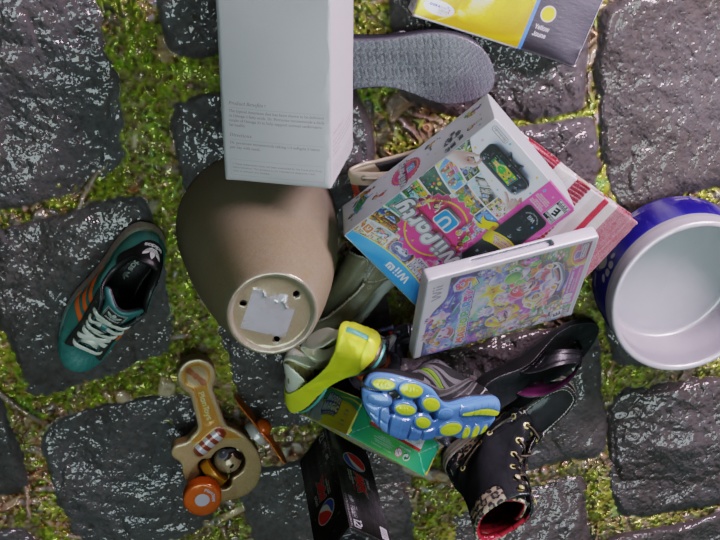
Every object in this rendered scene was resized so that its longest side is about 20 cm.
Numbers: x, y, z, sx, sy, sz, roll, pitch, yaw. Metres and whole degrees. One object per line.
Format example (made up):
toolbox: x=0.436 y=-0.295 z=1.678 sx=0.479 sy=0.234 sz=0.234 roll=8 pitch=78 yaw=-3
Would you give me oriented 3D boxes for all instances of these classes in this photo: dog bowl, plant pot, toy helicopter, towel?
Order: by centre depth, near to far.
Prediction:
plant pot: x=-0.102 y=-0.002 z=1.202 sx=0.185 sy=0.201 sz=0.190 roll=-4 pitch=118 yaw=-8
towel: x=0.189 y=-0.056 z=1.251 sx=0.199 sy=0.023 sz=0.144 roll=32 pitch=114 yaw=-23
toy helicopter: x=-0.168 y=0.188 z=1.360 sx=0.131 sy=0.079 sz=0.202 roll=-14 pitch=115 yaw=-3
dog bowl: x=0.385 y=0.015 z=1.368 sx=0.197 sy=0.079 sz=0.202 roll=-4 pitch=118 yaw=-8

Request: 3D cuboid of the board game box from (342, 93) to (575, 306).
board game box: x=0.101 y=-0.064 z=1.188 sx=0.199 sy=0.065 sz=0.147 roll=-37 pitch=119 yaw=19

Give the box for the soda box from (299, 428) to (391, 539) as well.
soda box: x=-0.021 y=0.278 z=1.359 sx=0.063 sy=0.201 sz=0.071 roll=28 pitch=109 yaw=-22

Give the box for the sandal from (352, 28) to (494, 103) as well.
sandal: x=0.046 y=-0.226 z=1.207 sx=0.197 sy=0.043 sz=0.077 roll=6 pitch=117 yaw=-1

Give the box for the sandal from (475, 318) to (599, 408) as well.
sandal: x=0.221 y=0.128 z=1.382 sx=0.199 sy=0.048 sz=0.076 roll=-29 pitch=136 yaw=-20

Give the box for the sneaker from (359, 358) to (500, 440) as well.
sneaker: x=0.069 y=0.140 z=1.252 sx=0.198 sy=0.083 sz=0.071 roll=12 pitch=114 yaw=-43

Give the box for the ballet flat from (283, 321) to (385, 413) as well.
ballet flat: x=-0.048 y=0.104 z=1.279 sx=0.067 sy=0.067 sz=0.200 roll=30 pitch=144 yaw=-20

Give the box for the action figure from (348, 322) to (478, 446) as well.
action figure: x=0.066 y=0.122 z=1.332 sx=0.198 sy=0.106 sz=0.193 roll=-23 pitch=140 yaw=29

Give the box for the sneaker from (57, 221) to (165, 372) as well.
sneaker: x=-0.281 y=0.042 z=1.259 sx=0.071 sy=0.080 sz=0.201 roll=26 pitch=110 yaw=-21

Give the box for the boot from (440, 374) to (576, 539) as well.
boot: x=0.201 y=0.234 z=1.403 sx=0.203 sy=0.154 sz=0.074 roll=-37 pitch=117 yaw=10

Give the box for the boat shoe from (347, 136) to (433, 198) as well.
boat shoe: x=0.084 y=-0.117 z=1.254 sx=0.198 sy=0.071 sz=0.063 roll=-20 pitch=116 yaw=5

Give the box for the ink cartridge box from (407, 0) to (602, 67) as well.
ink cartridge box: x=0.173 y=-0.334 z=1.171 sx=0.195 sy=0.047 sz=0.202 roll=13 pitch=116 yaw=-15

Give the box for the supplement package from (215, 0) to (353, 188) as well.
supplement package: x=-0.072 y=-0.201 z=1.137 sx=0.115 sy=0.118 sz=0.202 roll=6 pitch=118 yaw=10

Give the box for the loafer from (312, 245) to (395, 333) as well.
loafer: x=0.000 y=0.000 z=1.295 sx=0.200 sy=0.075 sz=0.070 roll=-41 pitch=117 yaw=4

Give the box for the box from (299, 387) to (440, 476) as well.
box: x=-0.001 y=0.181 z=1.332 sx=0.117 sy=0.199 sz=0.049 roll=32 pitch=78 yaw=-22

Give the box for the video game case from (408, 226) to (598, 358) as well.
video game case: x=0.152 y=0.025 z=1.222 sx=0.198 sy=0.018 sz=0.144 roll=-14 pitch=145 yaw=-15
